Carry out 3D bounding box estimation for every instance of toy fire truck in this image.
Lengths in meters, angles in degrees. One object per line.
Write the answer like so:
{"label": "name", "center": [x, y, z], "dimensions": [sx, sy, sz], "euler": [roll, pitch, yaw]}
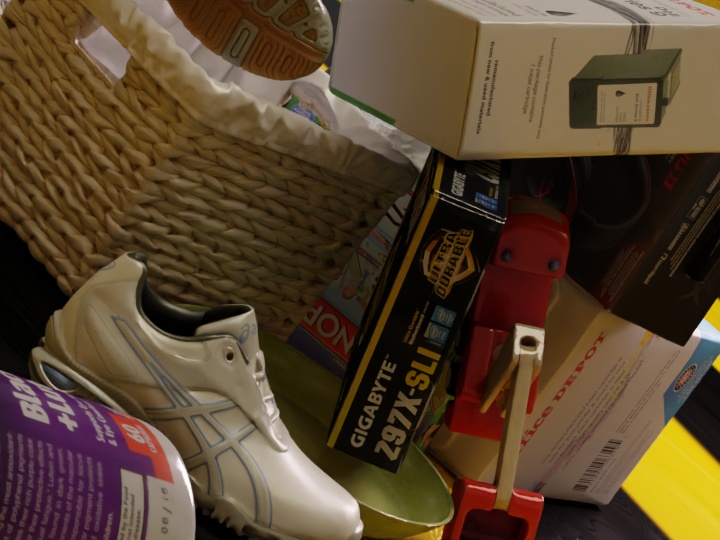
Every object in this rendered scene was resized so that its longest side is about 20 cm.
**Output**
{"label": "toy fire truck", "center": [0.086, 0.061, 1.679], "dimensions": [0.049, 0.201, 0.141], "euler": [11, 7, -7]}

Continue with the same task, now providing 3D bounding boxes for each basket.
{"label": "basket", "center": [-0.115, -0.073, 1.710], "dimensions": [0.200, 0.161, 0.198], "euler": [22, 18, -49]}

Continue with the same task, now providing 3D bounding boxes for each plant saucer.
{"label": "plant saucer", "center": [-0.037, 0.091, 1.612], "dimensions": [0.200, 0.031, 0.200], "euler": [34, 12, -9]}

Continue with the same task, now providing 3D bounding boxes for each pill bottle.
{"label": "pill bottle", "center": [-0.168, 0.087, 1.096], "dimensions": [0.200, 0.112, 0.111], "euler": [23, 17, -44]}

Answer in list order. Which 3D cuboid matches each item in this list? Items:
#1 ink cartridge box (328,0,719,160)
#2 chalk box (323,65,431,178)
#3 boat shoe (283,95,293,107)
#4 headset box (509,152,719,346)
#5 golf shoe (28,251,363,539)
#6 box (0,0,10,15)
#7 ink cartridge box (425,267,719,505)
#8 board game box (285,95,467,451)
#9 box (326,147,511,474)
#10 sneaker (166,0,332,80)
{"label": "ink cartridge box", "center": [0.105, -0.124, 1.678], "dimensions": [0.199, 0.084, 0.146], "euler": [-3, 20, -33]}
{"label": "chalk box", "center": [0.055, -0.098, 1.946], "dimensions": [0.125, 0.124, 0.200], "euler": [38, 51, 16]}
{"label": "boat shoe", "center": [-0.071, -0.116, 2.097], "dimensions": [0.200, 0.068, 0.072], "euler": [22, -9, 37]}
{"label": "headset box", "center": [0.182, -0.060, 1.791], "dimensions": [0.075, 0.149, 0.200], "euler": [23, 17, -37]}
{"label": "golf shoe", "center": [-0.068, 0.070, 1.459], "dimensions": [0.200, 0.097, 0.078], "euler": [34, 11, -14]}
{"label": "box", "center": [-0.262, -0.166, 1.793], "dimensions": [0.200, 0.038, 0.137], "euler": [20, 54, -51]}
{"label": "ink cartridge box", "center": [0.112, 0.050, 1.882], "dimensions": [0.146, 0.147, 0.200], "euler": [42, 14, 28]}
{"label": "board game box", "center": [0.000, 0.000, 1.802], "dimensions": [0.200, 0.135, 0.029], "euler": [39, 12, 18]}
{"label": "box", "center": [0.037, 0.008, 1.643], "dimensions": [0.049, 0.160, 0.200], "euler": [23, 17, -2]}
{"label": "sneaker", "center": [-0.088, -0.182, 1.647], "dimensions": [0.200, 0.076, 0.088], "euler": [38, 13, 14]}
